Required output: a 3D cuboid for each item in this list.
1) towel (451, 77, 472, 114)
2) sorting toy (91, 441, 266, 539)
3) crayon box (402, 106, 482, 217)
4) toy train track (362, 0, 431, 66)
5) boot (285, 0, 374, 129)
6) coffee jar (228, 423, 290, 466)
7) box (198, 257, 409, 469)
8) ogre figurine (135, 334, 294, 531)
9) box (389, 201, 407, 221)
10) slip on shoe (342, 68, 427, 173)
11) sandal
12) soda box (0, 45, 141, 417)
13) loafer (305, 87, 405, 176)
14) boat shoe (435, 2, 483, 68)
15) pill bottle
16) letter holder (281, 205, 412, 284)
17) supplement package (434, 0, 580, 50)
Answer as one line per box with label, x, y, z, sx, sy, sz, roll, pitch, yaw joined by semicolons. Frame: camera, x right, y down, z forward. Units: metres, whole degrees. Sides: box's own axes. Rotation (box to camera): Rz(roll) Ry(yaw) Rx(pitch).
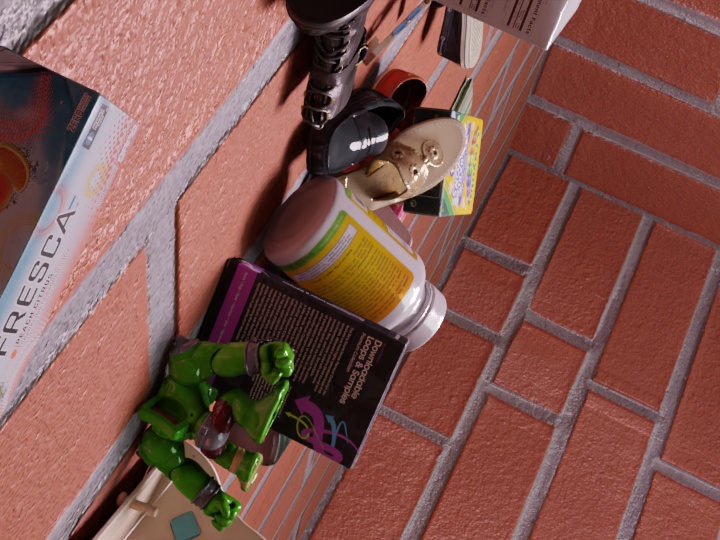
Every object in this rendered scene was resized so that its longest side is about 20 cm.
towel;0.186;-0.284;2.191;0.154;0.023;0.200;-64;170;-8
sorting toy;-0.175;0.289;1.079;0.200;0.179;0.107;-51;164;-55
crayon box;0.111;-0.135;1.384;0.200;0.051;0.127;-14;111;-72
toy train track;0.054;-0.305;1.267;0.200;0.033;0.115;-51;-172;-34
boot;-0.023;-0.200;0.979;0.200;0.069;0.175;-58;169;-49
coffee jar;-0.102;0.160;1.476;0.200;0.085;0.105;-54;163;-48
box;-0.067;0.093;1.107;0.144;0.199;0.036;-66;172;12
ogre figurine;-0.144;0.142;1.050;0.098;0.119;0.201;-61;173;-50
box;0.044;-0.142;1.452;0.200;0.099;0.096;-49;163;-59
slip on shoe;0.020;-0.157;1.309;0.074;0.061;0.201;42;68;-37
sandal;0.035;-0.101;1.238;0.210;0.078;0.070;-25;-157;-1
soda box;-0.188;-0.004;0.548;0.068;0.063;0.201;44;71;-81
loafer;-0.005;-0.153;1.195;0.201;0.070;0.069;-52;149;-58
boat shoe;0.134;-0.373;1.483;0.075;0.062;0.201;-48;147;-47
pill bottle;0.000;0.000;1.187;0.111;0.200;0.112;-35;-149;25
letter holder;-0.011;0.028;1.317;0.100;0.142;0.200;-32;-167;45
supplement package;0.149;-0.356;1.141;0.191;0.199;0.148;-52;165;-58
